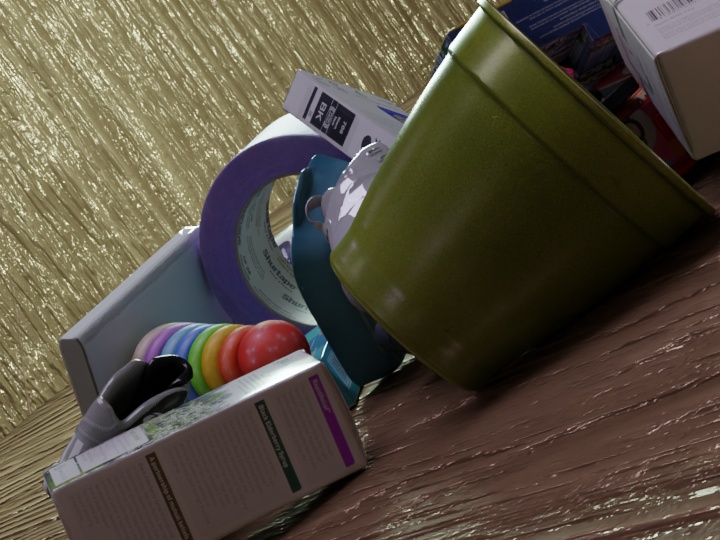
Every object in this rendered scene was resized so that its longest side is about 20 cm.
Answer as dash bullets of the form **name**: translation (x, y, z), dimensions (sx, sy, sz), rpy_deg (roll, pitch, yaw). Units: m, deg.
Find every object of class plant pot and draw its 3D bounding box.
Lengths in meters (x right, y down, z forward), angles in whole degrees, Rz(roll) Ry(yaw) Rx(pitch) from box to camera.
- **plant pot**: translation (0.087, -0.035, 1.381), dimensions (0.193, 0.200, 0.200), rpy_deg (-48, 5, 7)

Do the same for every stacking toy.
- **stacking toy**: translation (-0.101, 0.075, 1.653), dimensions (0.085, 0.086, 0.200), rpy_deg (-40, 14, -27)

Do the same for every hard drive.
- **hard drive**: translation (-0.168, 0.067, 1.787), dimensions (0.026, 0.133, 0.200), rpy_deg (-3, 25, 29)

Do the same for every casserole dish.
- **casserole dish**: translation (0.000, 0.000, 1.633), dimensions (0.038, 0.200, 0.122), rpy_deg (-4, 52, 21)

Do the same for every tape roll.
- **tape roll**: translation (-0.029, -0.030, 1.822), dimensions (0.199, 0.201, 0.085), rpy_deg (-34, 8, 27)

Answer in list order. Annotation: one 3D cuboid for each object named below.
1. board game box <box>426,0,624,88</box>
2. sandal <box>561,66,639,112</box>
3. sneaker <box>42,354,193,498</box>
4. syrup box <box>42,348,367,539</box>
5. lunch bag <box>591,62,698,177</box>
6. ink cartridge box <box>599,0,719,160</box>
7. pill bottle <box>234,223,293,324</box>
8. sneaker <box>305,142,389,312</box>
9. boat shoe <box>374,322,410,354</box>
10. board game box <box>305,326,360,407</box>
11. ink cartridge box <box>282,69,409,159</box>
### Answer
- **board game box**: translation (0.151, -0.167, 1.696), dimensions (0.199, 0.062, 0.200), rpy_deg (-28, -12, -12)
- **sandal**: translation (0.129, -0.117, 1.568), dimensions (0.075, 0.045, 0.200), rpy_deg (-36, 12, -22)
- **sneaker**: translation (-0.131, 0.116, 1.540), dimensions (0.200, 0.075, 0.116), rpy_deg (5, -68, -60)
- **syrup box**: translation (-0.103, 0.131, 1.438), dimensions (0.199, 0.082, 0.079), rpy_deg (-24, 10, -10)
- **lunch bag**: translation (0.222, -0.117, 1.601), dimensions (0.200, 0.082, 0.176), rpy_deg (-41, 8, -30)
- **ink cartridge box**: translation (0.252, -0.170, 1.464), dimensions (0.146, 0.083, 0.200), rpy_deg (-24, 24, 4)
- **pill bottle**: translation (-0.057, 0.023, 1.997), dimensions (0.199, 0.111, 0.111), rpy_deg (-36, 7, 14)
- **sneaker**: translation (0.060, -0.049, 1.526), dimensions (0.199, 0.076, 0.115), rpy_deg (-22, 42, -15)
- **boat shoe**: translation (0.072, 0.003, 1.587), dimensions (0.061, 0.075, 0.200), rpy_deg (3, 35, 27)
- **board game box**: translation (-0.088, 0.124, 1.736), dimensions (0.199, 0.047, 0.151), rpy_deg (-36, 7, 12)
- **ink cartridge box**: translation (0.027, -0.095, 1.662), dimensions (0.200, 0.099, 0.039), rpy_deg (38, 107, 54)
